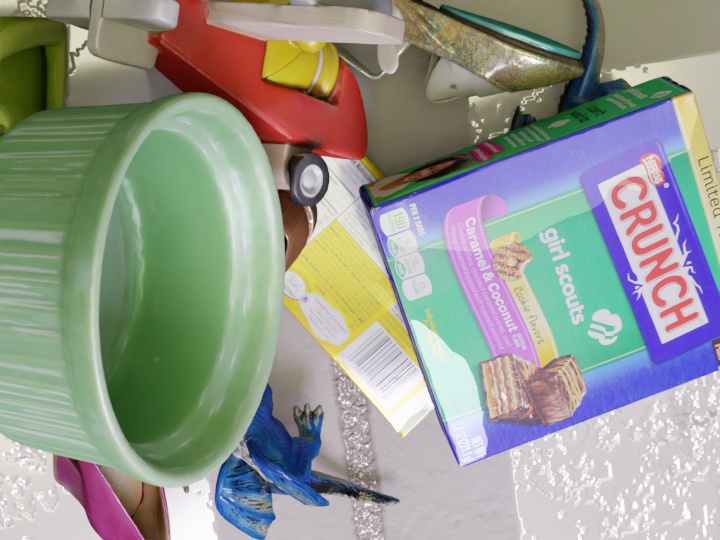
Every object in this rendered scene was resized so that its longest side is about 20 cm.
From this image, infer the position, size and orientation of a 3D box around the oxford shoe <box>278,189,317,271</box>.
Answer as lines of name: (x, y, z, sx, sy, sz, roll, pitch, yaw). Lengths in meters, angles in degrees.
oxford shoe: (-0.109, 0.023, 1.080, 0.071, 0.071, 0.200, 40, 111, -11)

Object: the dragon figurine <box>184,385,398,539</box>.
dragon figurine: (-0.056, 0.122, 1.079, 0.059, 0.100, 0.200, -29, 124, 22)

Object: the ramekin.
ramekin: (-0.126, 0.007, 0.924, 0.097, 0.200, 0.202, 4, 101, 24)

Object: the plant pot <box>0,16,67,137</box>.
plant pot: (-0.274, -0.047, 1.000, 0.179, 0.200, 0.201, 5, 100, 2)

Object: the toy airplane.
toy airplane: (-0.074, -0.142, 0.990, 0.198, 0.199, 0.142, 25, 74, 1)

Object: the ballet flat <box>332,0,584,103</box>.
ballet flat: (0.035, -0.139, 1.071, 0.198, 0.071, 0.071, 24, 97, 4)

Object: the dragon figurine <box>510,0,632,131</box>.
dragon figurine: (0.127, -0.076, 1.104, 0.098, 0.059, 0.202, -16, 103, -4)

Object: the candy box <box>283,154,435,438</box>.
candy box: (0.000, 0.000, 1.120, 0.102, 0.026, 0.200, -41, 102, 2)

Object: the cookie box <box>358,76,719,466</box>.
cookie box: (0.120, -0.001, 1.054, 0.198, 0.075, 0.173, -21, 106, -1)

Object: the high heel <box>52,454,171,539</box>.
high heel: (-0.144, 0.083, 1.040, 0.067, 0.096, 0.202, -26, 139, -40)
